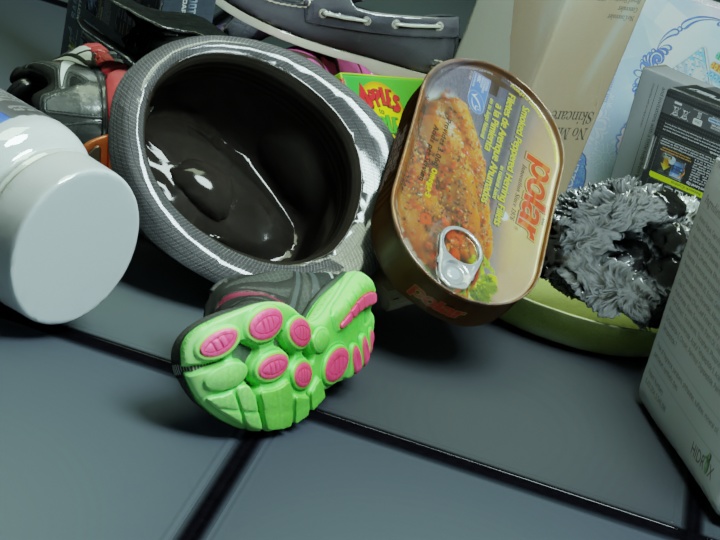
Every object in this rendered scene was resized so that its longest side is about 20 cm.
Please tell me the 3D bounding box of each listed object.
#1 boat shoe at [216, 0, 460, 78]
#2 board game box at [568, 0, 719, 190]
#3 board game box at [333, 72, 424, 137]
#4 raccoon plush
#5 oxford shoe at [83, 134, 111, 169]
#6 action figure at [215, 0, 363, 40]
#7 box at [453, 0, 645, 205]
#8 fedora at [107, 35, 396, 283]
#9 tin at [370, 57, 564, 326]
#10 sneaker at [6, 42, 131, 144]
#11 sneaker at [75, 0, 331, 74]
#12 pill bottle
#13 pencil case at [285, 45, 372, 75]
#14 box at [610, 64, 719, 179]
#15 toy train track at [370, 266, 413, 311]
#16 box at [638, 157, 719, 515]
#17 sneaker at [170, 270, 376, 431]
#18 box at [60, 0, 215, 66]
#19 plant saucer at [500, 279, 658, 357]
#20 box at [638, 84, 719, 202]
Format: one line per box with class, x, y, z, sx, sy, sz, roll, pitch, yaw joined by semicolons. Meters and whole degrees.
boat shoe;-0.018;-0.197;1.824;0.199;0.063;0.073;19;13;-7
board game box;0.263;-0.114;1.895;0.198;0.201;0.043;20;15;9
board game box;0.051;-0.089;1.784;0.199;0.102;0.047;-1;-17;-46
raccoon plush;0.161;-0.029;1.630;0.199;0.097;0.134;20;9;12
oxford shoe;-0.124;-0.059;1.619;0.199;0.072;0.073;6;-1;-43
action figure;-0.095;-0.195;1.923;0.199;0.070;0.130;-23;3;18
box;0.116;-0.127;1.686;0.095;0.201;0.078;-4;32;-46
fedora;-0.079;-0.055;1.525;0.199;0.178;0.090;21;-28;-19
tin;0.070;-0.050;1.520;0.111;0.042;0.201;27;48;-11
sneaker;-0.212;-0.121;1.693;0.097;0.071;0.200;-4;13;-16
sneaker;-0.095;-0.142;1.664;0.199;0.060;0.104;17;16;-36
pill bottle;-0.227;-0.051;1.388;0.199;0.115;0.113;29;21;37
pencil case;-0.034;-0.128;1.862;0.093;0.091;0.200;35;18;6
box;0.279;-0.046;1.777;0.199;0.157;0.041;27;22;30
toy train track;0.000;0.000;1.576;0.114;0.033;0.200;-16;19;-13
box;0.303;0.054;1.449;0.197;0.173;0.200;12;17;-13
sneaker;-0.059;0.043;1.349;0.083;0.077;0.200;4;8;23
box;-0.166;-0.213;1.808;0.051;0.202;0.158;-2;23;-33
plant saucer;0.146;0.016;1.670;0.198;0.031;0.200;15;16;-4
box;0.290;-0.026;1.715;0.199;0.161;0.044;25;20;29
